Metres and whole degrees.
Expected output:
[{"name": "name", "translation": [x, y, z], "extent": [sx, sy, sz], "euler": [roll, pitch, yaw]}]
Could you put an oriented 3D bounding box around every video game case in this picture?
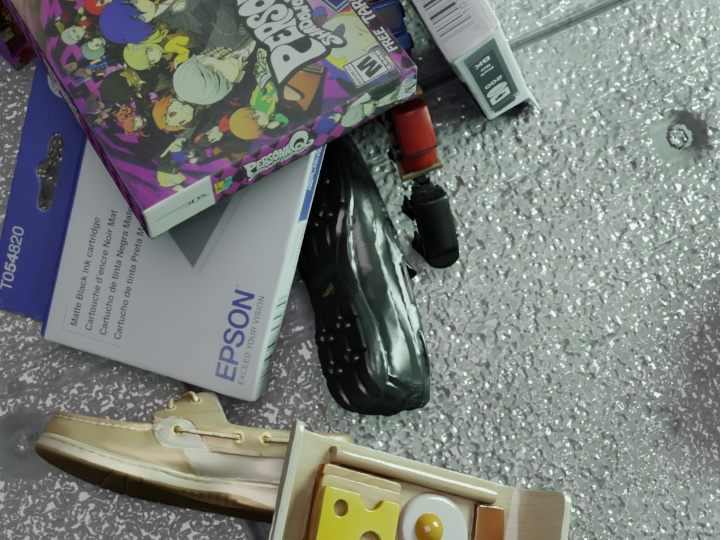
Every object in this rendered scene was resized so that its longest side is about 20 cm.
[{"name": "video game case", "translation": [-0.094, -0.142, 0.758], "extent": [0.180, 0.036, 0.201], "euler": [-29, 69, -14]}]

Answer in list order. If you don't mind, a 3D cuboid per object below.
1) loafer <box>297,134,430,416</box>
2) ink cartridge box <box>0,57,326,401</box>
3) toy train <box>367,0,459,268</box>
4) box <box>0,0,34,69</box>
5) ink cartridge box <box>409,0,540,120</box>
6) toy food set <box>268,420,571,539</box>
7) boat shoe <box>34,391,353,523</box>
[{"name": "loafer", "translation": [0.000, 0.000, 0.848], "extent": [0.070, 0.068, 0.202], "euler": [11, 57, -41]}, {"name": "ink cartridge box", "translation": [-0.132, -0.041, 0.806], "extent": [0.198, 0.041, 0.202], "euler": [15, 100, 8]}, {"name": "toy train", "translation": [0.030, -0.090, 0.824], "extent": [0.034, 0.046, 0.202], "euler": [-18, 115, -3]}, {"name": "box", "translation": [-0.179, -0.238, 0.862], "extent": [0.039, 0.137, 0.200], "euler": [43, 76, 10]}, {"name": "ink cartridge box", "translation": [0.044, -0.198, 0.846], "extent": [0.043, 0.200, 0.199], "euler": [-31, 76, 9]}, {"name": "toy food set", "translation": [0.032, 0.181, 0.762], "extent": [0.199, 0.060, 0.145], "euler": [19, 71, -26]}, {"name": "boat shoe", "translation": [-0.098, 0.110, 0.802], "extent": [0.198, 0.074, 0.070], "euler": [14, 70, -10]}]
